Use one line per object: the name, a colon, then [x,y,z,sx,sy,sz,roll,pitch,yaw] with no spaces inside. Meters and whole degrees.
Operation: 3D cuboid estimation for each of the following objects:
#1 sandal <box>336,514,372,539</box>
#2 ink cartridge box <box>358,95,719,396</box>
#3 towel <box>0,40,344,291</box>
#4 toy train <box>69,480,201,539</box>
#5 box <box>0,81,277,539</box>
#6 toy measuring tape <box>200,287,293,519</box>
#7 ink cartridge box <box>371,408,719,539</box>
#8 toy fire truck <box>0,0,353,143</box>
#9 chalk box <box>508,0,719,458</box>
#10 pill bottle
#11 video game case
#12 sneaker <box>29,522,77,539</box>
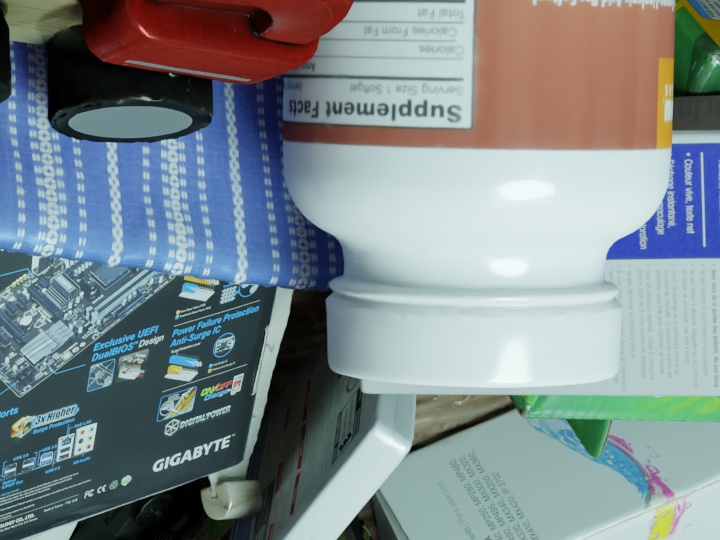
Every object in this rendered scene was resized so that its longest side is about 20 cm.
sandal: [-0.016,0.124,0.948,0.057,0.080,0.201,-34,179,0]
ink cartridge box: [0.094,-0.007,0.788,0.200,0.037,0.095,1,118,12]
towel: [-0.086,-0.073,0.708,0.200,0.145,0.024,8,159,-36]
toy train: [-0.132,0.148,0.992,0.200,0.034,0.046,-48,148,17]
box: [-0.110,0.011,0.765,0.200,0.046,0.159,-17,129,-40]
toy measuring tape: [0.000,0.000,0.853,0.074,0.074,0.200,10,99,-36]
ink cartridge box: [0.113,0.118,1.065,0.200,0.083,0.146,-21,137,-11]
toy fire truck: [-0.063,-0.120,0.594,0.176,0.129,0.200,6,166,-38]
chalk box: [0.102,-0.025,0.893,0.124,0.125,0.200,4,126,-32]
pill bottle: [0.034,-0.070,0.705,0.112,0.112,0.200,-2,96,-28]
video game case: [-0.042,0.099,0.924,0.018,0.143,0.200,33,112,-12]
sneaker: [-0.164,0.091,0.888,0.082,0.074,0.200,16,119,-41]
